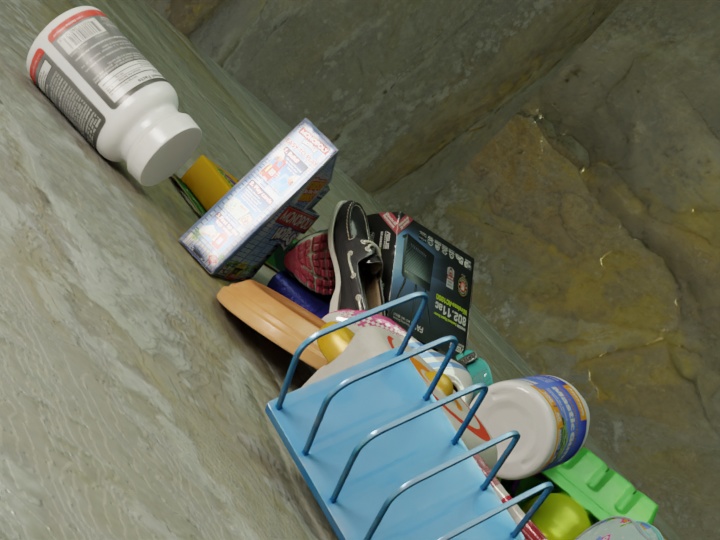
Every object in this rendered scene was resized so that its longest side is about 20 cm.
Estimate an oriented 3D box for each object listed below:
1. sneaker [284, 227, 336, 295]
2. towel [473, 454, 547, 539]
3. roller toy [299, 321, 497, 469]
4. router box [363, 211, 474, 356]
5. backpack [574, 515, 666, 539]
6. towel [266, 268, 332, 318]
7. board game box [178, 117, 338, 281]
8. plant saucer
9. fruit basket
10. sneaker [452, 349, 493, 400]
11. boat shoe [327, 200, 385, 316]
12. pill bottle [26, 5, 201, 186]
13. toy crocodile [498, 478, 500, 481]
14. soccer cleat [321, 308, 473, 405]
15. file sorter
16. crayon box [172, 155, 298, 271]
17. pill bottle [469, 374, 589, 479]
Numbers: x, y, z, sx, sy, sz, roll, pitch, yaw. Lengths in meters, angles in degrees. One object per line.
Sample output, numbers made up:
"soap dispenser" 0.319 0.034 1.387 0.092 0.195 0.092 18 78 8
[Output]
"sneaker" -0.045 -0.016 1.675 0.074 0.082 0.200 9 8 25
"towel" 0.130 0.274 1.102 0.023 0.145 0.200 -11 47 -38
"roller toy" 0.033 0.148 1.223 0.182 0.140 0.200 41 7 -32
"router box" 0.072 0.027 1.708 0.062 0.152 0.199 -5 -20 35
"backpack" 0.267 0.344 1.322 0.153 0.176 0.200 48 2 -6
"towel" -0.038 0.078 1.645 0.200 0.050 0.148 45 12 3
"board game box" -0.097 -0.079 1.551 0.062 0.200 0.200 44 7 14
"plant saucer" -0.062 0.066 1.396 0.199 0.038 0.200 33 1 -1
"fruit basket" 0.251 0.323 1.629 0.216 0.215 0.156 47 -33 24
"sneaker" 0.103 0.152 1.590 0.200 0.119 0.085 -43 122 -71
"boat shoe" 0.000 0.000 1.585 0.074 0.060 0.202 34 47 -43
"pill bottle" -0.285 -0.200 1.512 0.200 0.116 0.116 47 7 11
"toy crocodile" 0.106 0.242 1.437 0.068 0.062 0.200 48 8 28
"soccer cleat" 0.042 0.109 1.490 0.198 0.070 0.087 24 32 -9
"file sorter" 0.039 0.137 1.032 0.201 0.138 0.123 56 -30 24
"crayon box" -0.166 -0.079 1.776 0.127 0.051 0.200 50 9 35
"pill bottle" 0.208 0.182 1.547 0.112 0.112 0.200 47 18 19
